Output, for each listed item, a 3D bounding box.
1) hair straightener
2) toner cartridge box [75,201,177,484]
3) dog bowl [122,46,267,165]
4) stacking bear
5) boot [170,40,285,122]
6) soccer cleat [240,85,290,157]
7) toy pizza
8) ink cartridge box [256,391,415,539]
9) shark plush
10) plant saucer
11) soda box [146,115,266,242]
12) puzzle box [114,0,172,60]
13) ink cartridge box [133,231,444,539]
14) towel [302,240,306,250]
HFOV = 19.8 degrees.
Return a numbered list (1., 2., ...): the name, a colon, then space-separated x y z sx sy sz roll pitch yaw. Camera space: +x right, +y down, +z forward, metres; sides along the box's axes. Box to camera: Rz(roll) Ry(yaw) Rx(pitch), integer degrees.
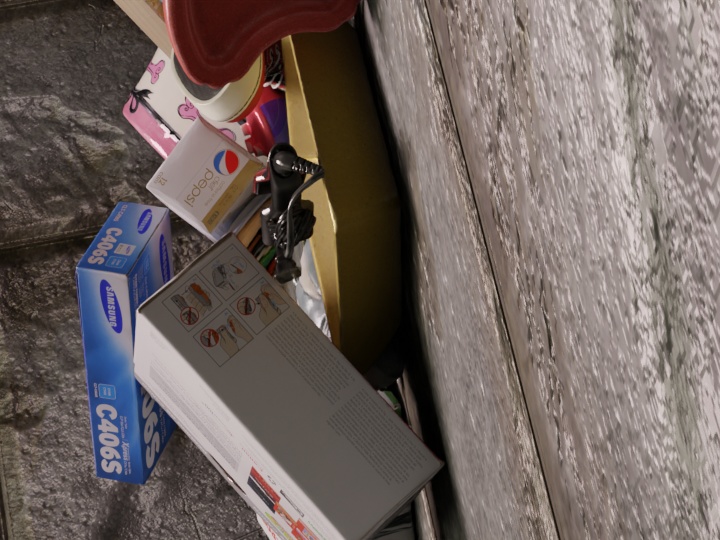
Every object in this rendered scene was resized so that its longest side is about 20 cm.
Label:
1. hair straightener: -0.038 -0.032 1.262 0.200 0.041 0.077 145 115 -80
2. toner cartridge box: -0.175 0.057 1.586 0.095 0.043 0.200 -67 -19 -52
3. dog bowl: -0.127 -0.108 1.827 0.200 0.074 0.200 44 180 0
4. stacking bear: -0.099 -0.216 1.282 0.200 0.121 0.114 49 165 54
5. boot: -0.063 -0.143 1.451 0.144 0.072 0.200 37 -158 -31
6. soccer cleat: -0.063 -0.138 1.595 0.200 0.076 0.067 -118 8 -73
7. toy pizza: -0.096 0.019 1.575 0.200 0.032 0.200 -56 -8 -12
8. ink cartridge box: -0.027 0.149 1.566 0.147 0.083 0.200 50 154 47
9. shark plush: 0.000 0.000 1.442 0.083 0.091 0.201 130 150 -51
10. plant saucer: -0.010 -0.056 1.333 0.200 0.048 0.200 89 170 -57
11. soda box: -0.104 -0.057 1.589 0.064 0.068 0.200 37 178 9
12. puzzle box: -0.130 -0.261 1.549 0.133 0.025 0.201 44 -131 -47
13. ink cartridge box: -0.054 0.095 1.346 0.200 0.084 0.176 48 163 6
14. towel: -0.028 -0.044 1.629 0.200 0.036 0.149 -167 67 -85
